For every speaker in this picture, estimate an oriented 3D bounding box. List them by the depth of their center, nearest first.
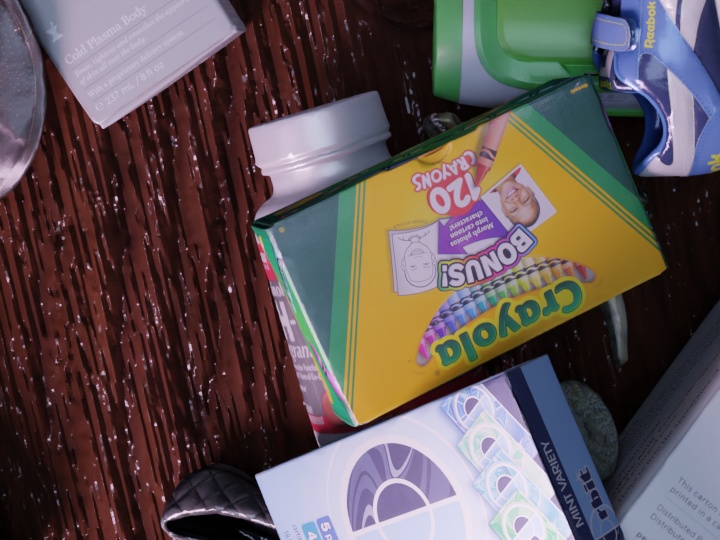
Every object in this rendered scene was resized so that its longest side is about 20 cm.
[{"bbox_3d":[0.143,-0.138,0.948,0.198,0.088,0.089,1,97,1],"label":"speaker"}]

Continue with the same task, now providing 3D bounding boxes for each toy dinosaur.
[{"bbox_3d":[0.128,-0.040,0.979,0.088,0.047,0.200,-38,98,27],"label":"toy dinosaur"}]

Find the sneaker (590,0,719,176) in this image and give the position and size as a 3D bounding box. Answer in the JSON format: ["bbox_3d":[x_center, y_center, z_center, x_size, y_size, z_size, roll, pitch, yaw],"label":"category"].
[{"bbox_3d":[0.159,-0.141,0.867,0.082,0.074,0.201,-20,100,8],"label":"sneaker"}]

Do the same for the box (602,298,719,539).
[{"bbox_3d":[0.249,0.136,0.899,0.199,0.131,0.200,38,86,0],"label":"box"}]

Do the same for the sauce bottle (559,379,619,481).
[{"bbox_3d":[0.064,0.125,0.950,0.200,0.065,0.065,-31,97,43],"label":"sauce bottle"}]

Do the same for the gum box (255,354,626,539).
[{"bbox_3d":[0.050,0.158,0.862,0.199,0.044,0.171,-28,83,42],"label":"gum box"}]

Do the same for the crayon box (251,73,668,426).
[{"bbox_3d":[0.055,-0.013,0.879,0.199,0.058,0.119,-26,99,-11],"label":"crayon box"}]

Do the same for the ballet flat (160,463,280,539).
[{"bbox_3d":[-0.031,0.180,0.976,0.199,0.057,0.067,21,135,21],"label":"ballet flat"}]

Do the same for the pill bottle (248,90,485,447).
[{"bbox_3d":[0.000,0.000,0.955,0.110,0.111,0.201,-16,96,3],"label":"pill bottle"}]

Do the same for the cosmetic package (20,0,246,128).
[{"bbox_3d":[-0.165,-0.198,0.946,0.107,0.090,0.201,-35,99,5],"label":"cosmetic package"}]

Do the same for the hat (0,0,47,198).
[{"bbox_3d":[-0.267,-0.116,0.956,0.199,0.081,0.202,4,106,13],"label":"hat"}]
